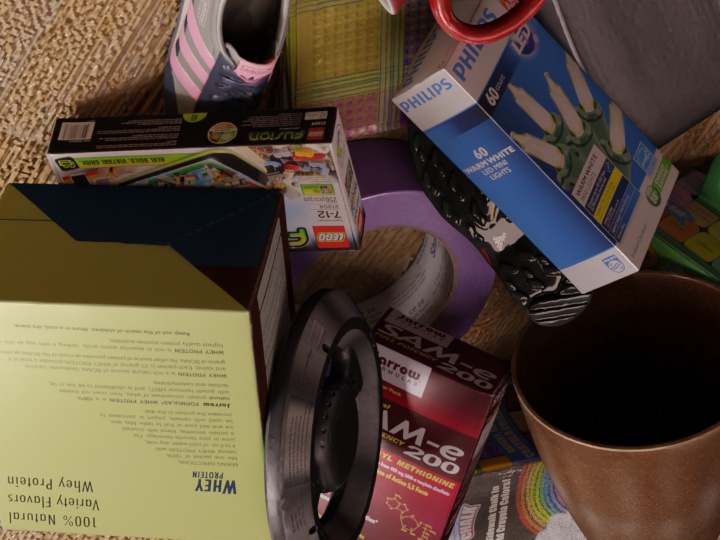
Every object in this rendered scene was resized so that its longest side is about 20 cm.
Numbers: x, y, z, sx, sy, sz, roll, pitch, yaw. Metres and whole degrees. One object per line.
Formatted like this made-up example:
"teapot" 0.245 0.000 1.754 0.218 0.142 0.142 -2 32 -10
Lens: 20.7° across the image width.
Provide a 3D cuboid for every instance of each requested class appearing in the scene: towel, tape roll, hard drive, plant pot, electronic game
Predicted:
"towel" 0.032 -0.163 1.388 0.198 0.023 0.144 -14 134 -15
"tape roll" 0.000 0.000 1.492 0.198 0.066 0.201 -13 134 -13
"hard drive" 0.193 -0.179 1.385 0.134 0.042 0.201 -31 117 -4
"plant pot" 0.216 0.137 1.490 0.185 0.187 0.201 -19 130 -8
"electronic game" -0.026 0.113 1.355 0.041 0.201 0.201 4 138 17

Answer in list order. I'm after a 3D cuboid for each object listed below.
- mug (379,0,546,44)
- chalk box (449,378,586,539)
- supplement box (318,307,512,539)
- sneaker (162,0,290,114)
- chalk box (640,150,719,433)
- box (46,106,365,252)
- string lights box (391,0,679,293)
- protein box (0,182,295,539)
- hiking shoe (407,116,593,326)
"mug" 0.075 -0.259 1.251 0.199 0.134 0.178 -34 138 0
"chalk box" 0.088 0.171 1.631 0.198 0.124 0.126 -8 126 -17
"supplement box" 0.032 0.142 1.495 0.108 0.061 0.201 23 118 11
"sneaker" -0.087 -0.138 1.310 0.070 0.082 0.201 -7 133 -20
"chalk box" 0.278 0.002 1.561 0.123 0.125 0.201 -28 142 -33
"box" -0.103 -0.059 1.346 0.198 0.035 0.110 -2 140 13
"string lights box" 0.122 -0.091 1.349 0.200 0.103 0.059 43 140 -20
"protein box" -0.149 0.062 1.334 0.197 0.135 0.201 2 127 9
"hiking shoe" 0.094 -0.049 1.421 0.074 0.087 0.201 -30 96 5
